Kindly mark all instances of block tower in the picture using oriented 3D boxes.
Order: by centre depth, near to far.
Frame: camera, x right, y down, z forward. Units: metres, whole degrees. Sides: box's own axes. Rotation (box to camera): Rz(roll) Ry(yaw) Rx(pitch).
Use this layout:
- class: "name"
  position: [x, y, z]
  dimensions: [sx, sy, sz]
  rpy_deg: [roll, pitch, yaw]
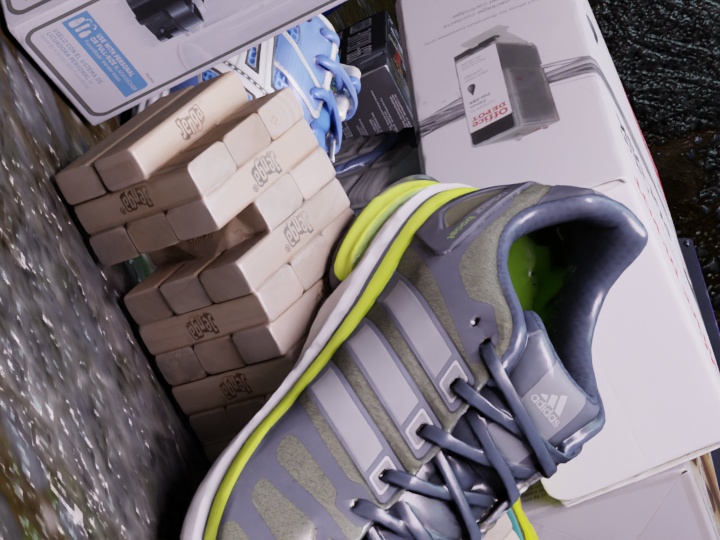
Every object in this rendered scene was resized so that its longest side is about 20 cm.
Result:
- class: "block tower"
  position: [-0.012, 0.043, 0.651]
  dimensions: [0.058, 0.054, 0.201]
  rpy_deg: [-42, 109, -44]

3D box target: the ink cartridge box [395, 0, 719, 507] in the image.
- class: "ink cartridge box"
  position: [0.084, -0.025, 0.930]
  dimensions: [0.201, 0.082, 0.147]
  rpy_deg: [-96, 162, -54]

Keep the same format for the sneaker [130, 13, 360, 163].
- class: "sneaker"
  position: [-0.037, -0.050, 0.757]
  dimensions: [0.076, 0.077, 0.201]
  rpy_deg: [53, 16, -62]

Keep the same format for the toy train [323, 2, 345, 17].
- class: "toy train"
  position: [-0.058, -0.175, 1.008]
  dimensions: [0.116, 0.084, 0.200]
  rpy_deg: [55, 7, 9]

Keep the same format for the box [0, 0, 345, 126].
- class: "box"
  position: [-0.022, -0.143, 0.692]
  dimensions: [0.060, 0.199, 0.117]
  rpy_deg: [52, 14, -56]

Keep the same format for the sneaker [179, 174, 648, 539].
- class: "sneaker"
  position: [0.016, 0.046, 0.580]
  dimensions: [0.074, 0.081, 0.201]
  rpy_deg: [44, 51, -29]

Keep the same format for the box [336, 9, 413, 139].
- class: "box"
  position: [0.039, -0.043, 1.313]
  dimensions: [0.201, 0.050, 0.158]
  rpy_deg: [62, 9, -16]

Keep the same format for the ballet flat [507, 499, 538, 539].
- class: "ballet flat"
  position: [0.037, 0.091, 0.897]
  dimensions: [0.200, 0.066, 0.067]
  rpy_deg: [-97, -179, -58]

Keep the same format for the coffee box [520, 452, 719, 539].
- class: "coffee box"
  position: [0.115, 0.072, 1.013]
  dimensions: [0.201, 0.079, 0.113]
  rpy_deg: [-93, 162, -53]

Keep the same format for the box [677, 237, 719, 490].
- class: "box"
  position: [0.159, 0.095, 1.288]
  dimensions: [0.200, 0.104, 0.149]
  rpy_deg: [-93, 177, -58]

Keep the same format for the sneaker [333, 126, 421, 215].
- class: "sneaker"
  position: [0.000, 0.000, 0.919]
  dimensions: [0.200, 0.074, 0.088]
  rpy_deg: [-76, 149, -65]
